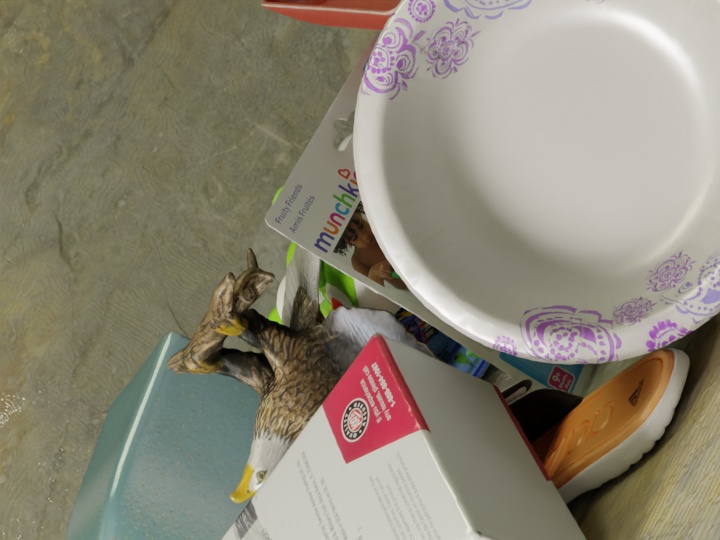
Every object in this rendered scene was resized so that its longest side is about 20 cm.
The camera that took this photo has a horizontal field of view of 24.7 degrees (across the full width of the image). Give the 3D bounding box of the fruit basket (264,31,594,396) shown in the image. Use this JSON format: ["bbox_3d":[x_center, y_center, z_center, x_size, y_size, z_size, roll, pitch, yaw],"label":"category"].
[{"bbox_3d":[0.066,-0.039,0.935,0.094,0.199,0.186,-48,9,47],"label":"fruit basket"}]

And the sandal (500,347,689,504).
[{"bbox_3d":[0.085,0.083,0.815,0.207,0.059,0.079,-50,9,47],"label":"sandal"}]

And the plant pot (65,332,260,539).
[{"bbox_3d":[-0.131,0.206,1.296,0.196,0.195,0.201,-46,18,57],"label":"plant pot"}]

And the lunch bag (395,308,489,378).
[{"bbox_3d":[0.062,0.043,1.158,0.200,0.094,0.151,-45,1,-12],"label":"lunch bag"}]

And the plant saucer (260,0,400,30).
[{"bbox_3d":[0.054,-0.211,1.013,0.199,0.037,0.200,-43,25,-13],"label":"plant saucer"}]

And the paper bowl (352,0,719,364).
[{"bbox_3d":[0.102,-0.059,0.769,0.201,0.200,0.104,-55,-9,6],"label":"paper bowl"}]

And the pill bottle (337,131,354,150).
[{"bbox_3d":[0.050,-0.092,1.434,0.199,0.113,0.112,-35,-4,-28],"label":"pill bottle"}]

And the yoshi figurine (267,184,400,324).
[{"bbox_3d":[-0.003,-0.014,1.069,0.112,0.113,0.200,-30,-7,-38],"label":"yoshi figurine"}]

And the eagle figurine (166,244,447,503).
[{"bbox_3d":[-0.018,0.090,0.972,0.151,0.199,0.152,-54,3,8],"label":"eagle figurine"}]

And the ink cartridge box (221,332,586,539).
[{"bbox_3d":[0.001,0.156,0.755,0.201,0.083,0.146,-54,34,19],"label":"ink cartridge box"}]
